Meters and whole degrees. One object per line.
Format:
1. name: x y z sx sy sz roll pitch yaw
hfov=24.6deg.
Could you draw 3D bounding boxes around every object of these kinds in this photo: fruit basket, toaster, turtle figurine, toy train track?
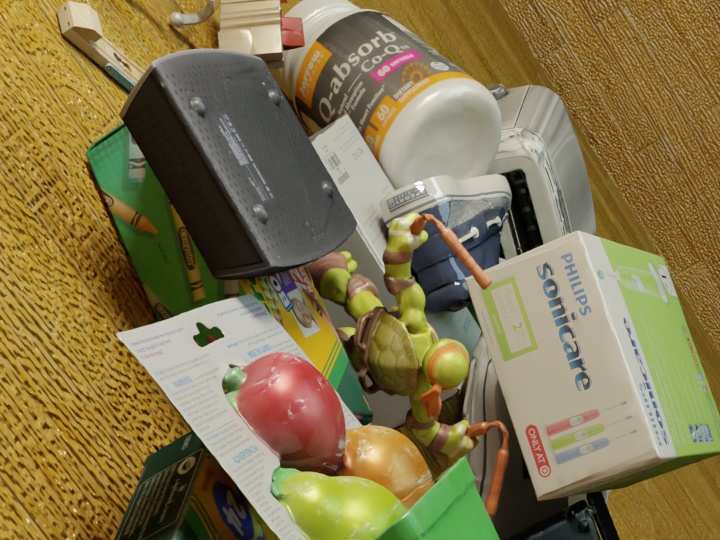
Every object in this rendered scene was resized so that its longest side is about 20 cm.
1. fruit basket: -0.023 0.100 0.778 0.200 0.094 0.185 45 14 7
2. toaster: 0.133 -0.053 1.409 0.129 0.113 0.201 -52 130 -64
3. turtle figurine: 0.021 0.054 1.021 0.161 0.064 0.201 20 -49 55
4. toy train track: -0.126 -0.121 1.101 0.200 0.032 0.115 39 25 -49

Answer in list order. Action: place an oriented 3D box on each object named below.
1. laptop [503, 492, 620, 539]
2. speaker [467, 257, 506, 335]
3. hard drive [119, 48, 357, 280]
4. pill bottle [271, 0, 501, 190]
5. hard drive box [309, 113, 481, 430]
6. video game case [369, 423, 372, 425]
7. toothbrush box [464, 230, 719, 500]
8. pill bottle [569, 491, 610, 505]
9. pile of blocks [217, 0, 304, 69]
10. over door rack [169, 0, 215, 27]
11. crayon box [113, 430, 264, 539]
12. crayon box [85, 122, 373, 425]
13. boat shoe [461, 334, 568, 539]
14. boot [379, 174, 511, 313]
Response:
1. laptop: 0.137 0.247 1.101 0.103 0.199 0.178 -22 -90 63
2. speaker: 0.133 0.044 1.284 0.199 0.089 0.088 21 -15 42
3. hard drive: -0.067 -0.059 0.936 0.135 0.042 0.200 60 15 -1
4. pill bottle: 0.014 -0.140 1.334 0.200 0.117 0.116 42 1 41
5. hard drive box: 0.000 0.000 1.191 0.201 0.077 0.156 58 16 -6
6. video game case: 0.046 0.202 1.076 0.201 0.017 0.143 55 16 -19
7. toothbrush box: 0.160 0.064 1.074 0.200 0.086 0.147 10 60 -66
8. pill bottle: 0.153 0.134 1.345 0.120 0.119 0.200 55 17 -14
9. pile of blocks: -0.073 -0.174 1.248 0.201 0.062 0.083 -96 -179 -57
10. over door rack: -0.166 -0.279 1.170 0.200 0.066 0.149 76 -9 -67
11. crayon box: -0.038 0.183 0.789 0.201 0.051 0.126 56 16 -16
12. crayon box: -0.076 0.009 0.972 0.201 0.058 0.119 64 16 16
13. boat shoe: 0.106 0.140 1.178 0.065 0.073 0.202 -145 -124 -61
14. boot: 0.074 -0.017 1.209 0.200 0.072 0.091 -9 77 -67
